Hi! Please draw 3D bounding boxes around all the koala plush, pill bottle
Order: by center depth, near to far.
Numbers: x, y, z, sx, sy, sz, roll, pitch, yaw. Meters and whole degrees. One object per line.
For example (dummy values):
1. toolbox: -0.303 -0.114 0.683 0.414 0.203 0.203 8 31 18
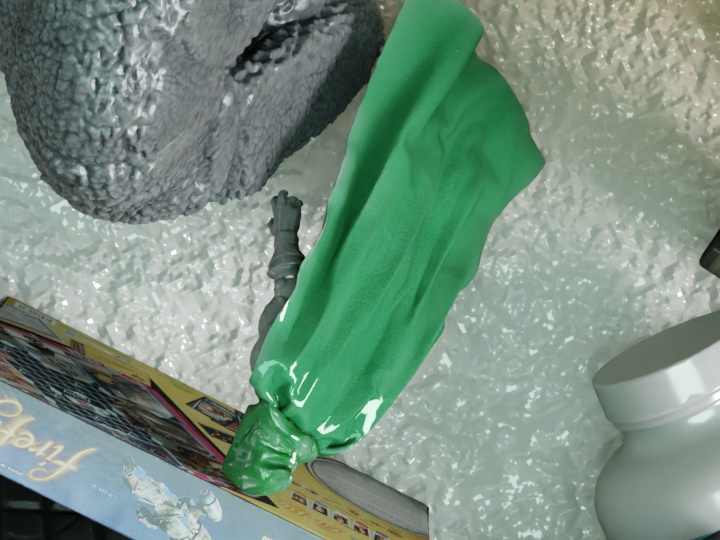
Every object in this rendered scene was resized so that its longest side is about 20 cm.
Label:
1. koala plush: -0.116 -0.123 1.020 0.199 0.184 0.178 26 141 21
2. pill bottle: 0.164 0.120 1.084 0.110 0.111 0.201 -24 97 4

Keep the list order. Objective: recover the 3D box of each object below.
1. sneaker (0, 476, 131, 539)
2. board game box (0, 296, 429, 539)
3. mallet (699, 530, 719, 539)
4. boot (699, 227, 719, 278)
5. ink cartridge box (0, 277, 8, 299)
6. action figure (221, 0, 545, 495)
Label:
1. sneaker: -0.171 0.116 1.117 0.199 0.076 0.080 -2 128 -6
2. board game box: -0.067 0.080 1.067 0.199 0.136 0.035 27 98 -3
3. mallet: 0.054 0.144 1.048 0.200 0.066 0.041 -32 60 31
4. boot: 0.223 0.017 1.032 0.174 0.200 0.069 35 87 3
5. ink cartridge box: -0.222 -0.010 1.021 0.160 0.200 0.047 39 98 -5
6. action figure: 0.000 0.000 1.040 0.118 0.054 0.201 50 57 -39
